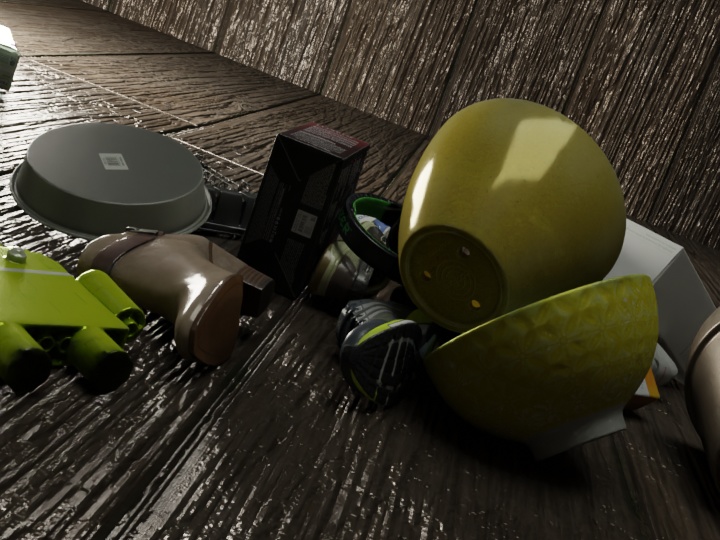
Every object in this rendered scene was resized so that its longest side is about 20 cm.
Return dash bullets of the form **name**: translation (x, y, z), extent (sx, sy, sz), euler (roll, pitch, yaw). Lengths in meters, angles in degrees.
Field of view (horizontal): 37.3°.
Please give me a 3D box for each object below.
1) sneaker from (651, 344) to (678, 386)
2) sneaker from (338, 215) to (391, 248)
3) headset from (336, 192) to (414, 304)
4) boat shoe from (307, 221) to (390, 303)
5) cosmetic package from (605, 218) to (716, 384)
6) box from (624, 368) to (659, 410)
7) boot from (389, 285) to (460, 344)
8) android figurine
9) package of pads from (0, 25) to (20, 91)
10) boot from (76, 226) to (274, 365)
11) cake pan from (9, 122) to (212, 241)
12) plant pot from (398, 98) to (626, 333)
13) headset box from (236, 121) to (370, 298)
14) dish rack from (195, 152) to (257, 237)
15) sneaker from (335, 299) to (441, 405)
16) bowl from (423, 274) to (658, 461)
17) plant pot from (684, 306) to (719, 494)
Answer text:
- **sneaker**: translation (0.290, 0.082, 1.252), extent (0.099, 0.078, 0.200), euler (20, 19, -38)
- **sneaker**: translation (0.013, -0.059, 1.337), extent (0.114, 0.081, 0.199), euler (28, 17, 19)
- **headset**: translation (0.073, -0.027, 1.083), extent (0.198, 0.094, 0.124), euler (25, 27, -18)
- **boat shoe**: translation (0.000, -0.001, 1.132), extent (0.066, 0.072, 0.201), euler (32, 16, 7)
- **cosmetic package**: translation (0.356, 0.042, 1.279), extent (0.107, 0.085, 0.200), euler (38, -9, 49)
- **box**: translation (0.211, 0.072, 1.078), extent (0.198, 0.041, 0.121), euler (10, 57, -34)
- **boot**: translation (0.134, 0.059, 1.129), extent (0.198, 0.071, 0.132), euler (17, 19, 16)
- **android figurine**: translation (-0.242, 0.021, 0.736), extent (0.181, 0.042, 0.199), euler (7, 21, -45)
- **package of pads**: translation (-0.572, -0.323, 1.512), extent (0.153, 0.069, 0.200), euler (16, 14, -27)
- **boot**: translation (-0.159, 0.014, 0.853), extent (0.144, 0.071, 0.200), euler (17, 12, 10)
- **cake pan**: translation (-0.243, -0.092, 1.056), extent (0.197, 0.037, 0.201), euler (11, 30, -6)
- **plant pot**: translation (0.109, -0.026, 0.916), extent (0.198, 0.202, 0.142), euler (26, 41, 21)
- **headset box**: translation (-0.056, -0.071, 1.132), extent (0.074, 0.150, 0.200), euler (21, 14, 4)
- **dish rack**: translation (-0.213, -0.102, 1.228), extent (0.152, 0.055, 0.199), euler (10, 15, -43)
- **sneaker**: translation (0.011, 0.063, 0.910), extent (0.080, 0.075, 0.200), euler (17, 5, 14)
- **bowl**: translation (0.161, 0.090, 0.870), extent (0.199, 0.199, 0.109), euler (0, 66, -55)
- **plant pot**: translation (0.383, 0.137, 0.953), extent (0.198, 0.202, 0.174), euler (24, 29, 13)
